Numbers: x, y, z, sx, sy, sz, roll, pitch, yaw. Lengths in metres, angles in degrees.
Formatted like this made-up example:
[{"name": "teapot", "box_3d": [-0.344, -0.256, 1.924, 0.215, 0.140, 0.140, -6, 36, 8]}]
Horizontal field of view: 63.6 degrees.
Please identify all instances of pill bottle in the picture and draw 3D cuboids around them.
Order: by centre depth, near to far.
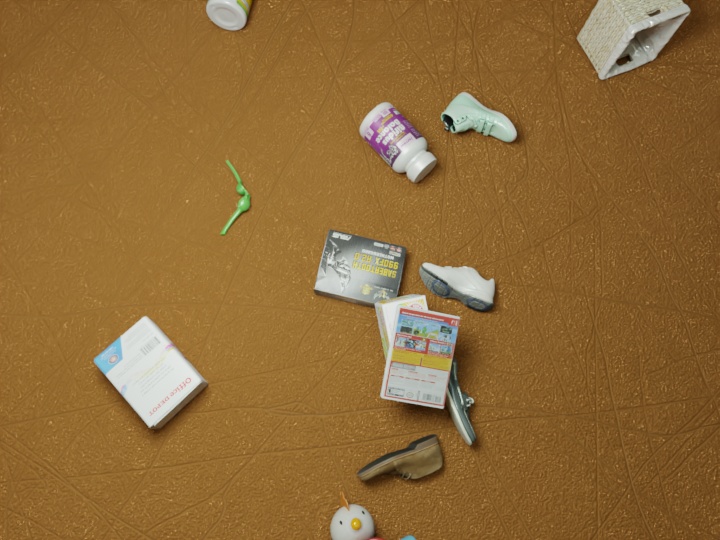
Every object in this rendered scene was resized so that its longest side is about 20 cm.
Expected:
[{"name": "pill bottle", "box_3d": [0.100, -0.323, 1.487, 0.112, 0.112, 0.200, -40, 80, -15]}, {"name": "pill bottle", "box_3d": [-0.345, -0.776, 1.592, 0.110, 0.111, 0.202, 11, 72, -1]}]

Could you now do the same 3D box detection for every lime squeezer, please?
[{"name": "lime squeezer", "box_3d": [-0.309, -0.186, 1.460, 0.070, 0.038, 0.202, -9, 72, 26]}]

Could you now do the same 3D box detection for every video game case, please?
[{"name": "video game case", "box_3d": [0.129, 0.186, 1.251, 0.142, 0.017, 0.202, 11, 87, -8]}]

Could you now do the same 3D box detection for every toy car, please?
[{"name": "toy car", "box_3d": [-0.003, 0.551, 1.191, 0.183, 0.177, 0.201, -19, 62, -21]}]

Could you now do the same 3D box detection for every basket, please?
[{"name": "basket", "box_3d": [0.743, -0.674, 1.601, 0.197, 0.200, 0.162, -23, 74, -11]}]

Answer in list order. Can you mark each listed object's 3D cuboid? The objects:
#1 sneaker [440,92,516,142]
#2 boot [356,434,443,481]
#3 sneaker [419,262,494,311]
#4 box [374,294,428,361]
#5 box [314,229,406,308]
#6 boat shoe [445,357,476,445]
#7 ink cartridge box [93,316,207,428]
[{"name": "sneaker", "box_3d": [0.307, -0.378, 1.539, 0.200, 0.074, 0.118, 38, 67, 17]}, {"name": "boot", "box_3d": [0.091, 0.433, 1.280, 0.198, 0.074, 0.076, -18, 85, -12]}, {"name": "sneaker", "box_3d": [0.238, 0.027, 1.422, 0.199, 0.075, 0.088, 25, 61, -4]}, {"name": "box", "box_3d": [0.106, 0.161, 1.315, 0.100, 0.112, 0.202, -11, 89, -8]}, {"name": "box", "box_3d": [0.000, 0.000, 1.413, 0.198, 0.048, 0.160, 14, 72, 0]}, {"name": "boat shoe", "box_3d": [0.228, 0.295, 1.329, 0.061, 0.073, 0.201, -20, 70, -6]}, {"name": "ink cartridge box", "box_3d": [-0.460, 0.228, 1.288, 0.144, 0.085, 0.200, -42, 79, -14]}]
